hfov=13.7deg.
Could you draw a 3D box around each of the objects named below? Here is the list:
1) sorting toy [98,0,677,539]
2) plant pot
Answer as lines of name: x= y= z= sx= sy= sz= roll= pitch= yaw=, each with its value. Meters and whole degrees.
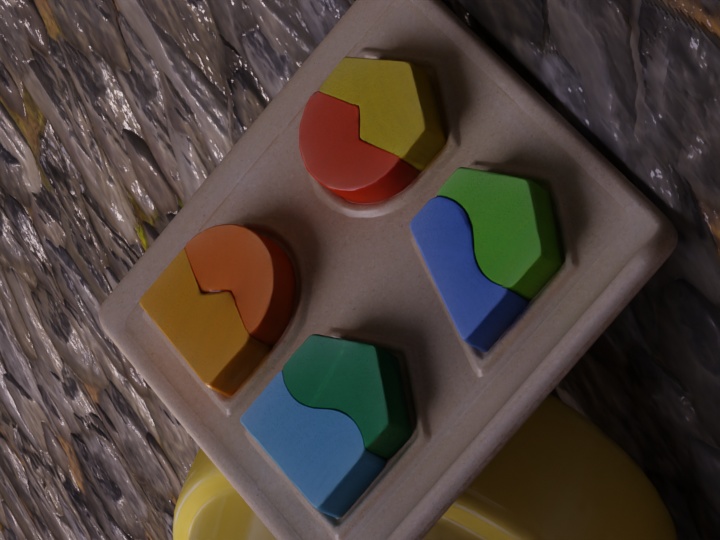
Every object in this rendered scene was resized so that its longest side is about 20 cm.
sorting toy: x=0.000 y=0.000 z=1.112 sx=0.036 sy=0.185 sz=0.200 roll=31 pitch=-167 yaw=-49
plant pot: x=0.002 y=0.159 z=1.178 sx=0.200 sy=0.189 sz=0.201 roll=18 pitch=143 yaw=14
